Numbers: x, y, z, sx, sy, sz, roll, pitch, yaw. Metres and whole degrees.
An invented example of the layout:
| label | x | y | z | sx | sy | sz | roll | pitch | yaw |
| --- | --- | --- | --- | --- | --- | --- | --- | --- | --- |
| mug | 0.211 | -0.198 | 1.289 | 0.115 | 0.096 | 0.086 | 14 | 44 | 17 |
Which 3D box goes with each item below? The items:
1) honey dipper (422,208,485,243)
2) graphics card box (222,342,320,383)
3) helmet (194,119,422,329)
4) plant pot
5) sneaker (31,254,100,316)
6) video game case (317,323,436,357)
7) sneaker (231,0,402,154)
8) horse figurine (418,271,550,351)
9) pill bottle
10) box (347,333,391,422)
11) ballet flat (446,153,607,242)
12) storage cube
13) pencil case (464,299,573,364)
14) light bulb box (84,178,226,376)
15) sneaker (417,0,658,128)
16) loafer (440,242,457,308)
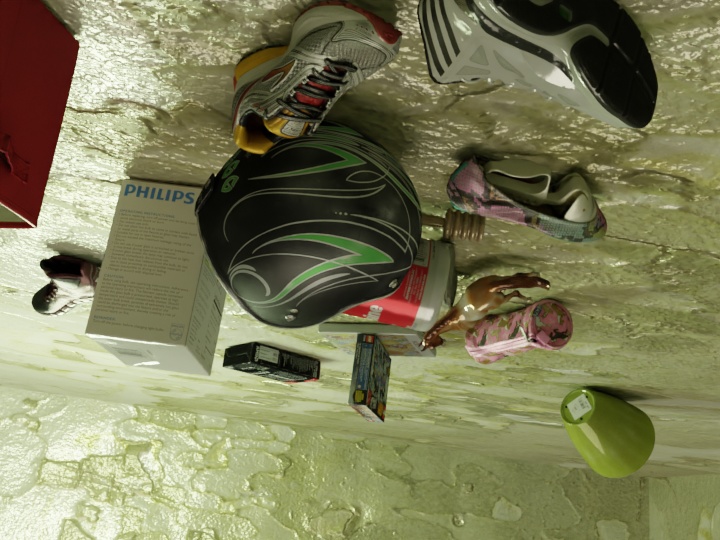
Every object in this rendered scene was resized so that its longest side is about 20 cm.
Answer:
| label | x | y | z | sx | sy | sz | roll | pitch | yaw |
| --- | --- | --- | --- | --- | --- | --- | --- | --- | --- |
| honey dipper | 0.049 | -0.064 | 0.952 | 0.199 | 0.038 | 0.038 | 8 | 162 | 4 |
| graphics card box | -0.207 | 0.220 | 1.852 | 0.200 | 0.051 | 0.125 | 19 | 158 | -37 |
| helmet | -0.040 | -0.052 | 0.776 | 0.190 | 0.201 | 0.200 | -24 | 151 | 19 |
| plant pot | 0.564 | 0.363 | 1.870 | 0.187 | 0.188 | 0.200 | -13 | 139 | 44 |
| sneaker | -0.510 | 0.015 | 1.329 | 0.199 | 0.076 | 0.115 | -16 | 148 | 26 |
| video game case | 0.037 | 0.142 | 1.582 | 0.199 | 0.023 | 0.182 | 0 | 160 | 18 |
| sneaker | -0.039 | -0.150 | 0.647 | 0.078 | 0.082 | 0.200 | 19 | 157 | -33 |
| horse figurine | 0.180 | 0.050 | 1.134 | 0.132 | 0.050 | 0.200 | -2 | 152 | -33 |
| pill bottle | 0.000 | 0.000 | 0.959 | 0.199 | 0.113 | 0.112 | 13 | 161 | -3 |
| box | 0.021 | 0.216 | 1.557 | 0.040 | 0.137 | 0.200 | 4 | 162 | 13 |
| ballet flat | 0.189 | -0.078 | 0.828 | 0.199 | 0.069 | 0.071 | 13 | 141 | -17 |
| storage cube | -0.347 | -0.147 | 0.606 | 0.199 | 0.180 | 0.171 | 1 | 161 | 11 |
| pencil case | 0.258 | 0.105 | 1.308 | 0.086 | 0.083 | 0.200 | 14 | 161 | -24 |
| light bulb box | -0.247 | 0.016 | 1.022 | 0.124 | 0.201 | 0.198 | 8 | 162 | 0 |
| sneaker | 0.127 | -0.164 | 0.596 | 0.200 | 0.076 | 0.115 | 27 | 162 | -29 |
| loafer | 0.099 | 0.010 | 1.107 | 0.063 | 0.072 | 0.200 | 10 | 165 | 12 |
